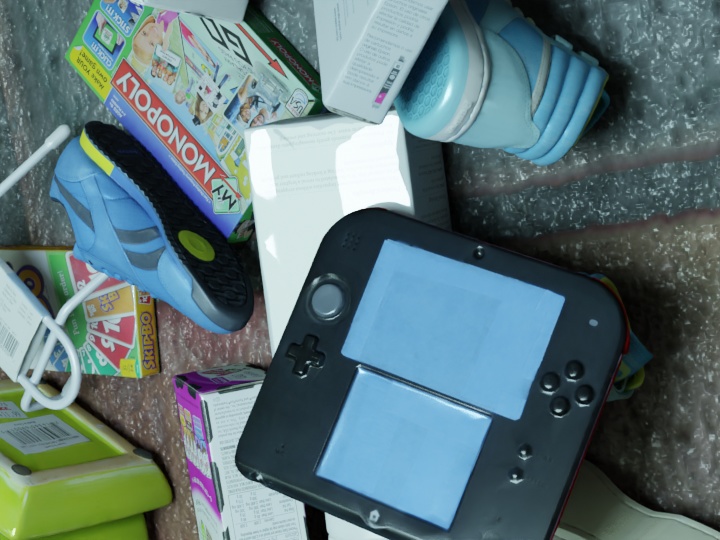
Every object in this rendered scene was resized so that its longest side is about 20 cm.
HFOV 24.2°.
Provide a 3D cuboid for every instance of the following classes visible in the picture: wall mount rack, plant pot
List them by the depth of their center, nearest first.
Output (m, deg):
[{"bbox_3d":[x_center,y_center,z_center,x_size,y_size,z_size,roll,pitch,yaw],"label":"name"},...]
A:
[{"bbox_3d":[-0.238,0.000,1.240,0.200,0.074,0.174,44,121,23],"label":"wall mount rack"},{"bbox_3d":[-0.269,0.195,1.254,0.198,0.200,0.182,30,108,29],"label":"plant pot"}]

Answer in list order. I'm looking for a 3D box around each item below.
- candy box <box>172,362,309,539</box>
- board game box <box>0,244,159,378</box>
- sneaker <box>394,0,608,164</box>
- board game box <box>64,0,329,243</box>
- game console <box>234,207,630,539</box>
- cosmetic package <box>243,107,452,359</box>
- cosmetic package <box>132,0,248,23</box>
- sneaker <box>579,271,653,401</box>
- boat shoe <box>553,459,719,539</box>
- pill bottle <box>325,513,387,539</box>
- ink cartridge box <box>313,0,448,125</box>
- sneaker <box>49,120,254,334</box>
[{"bbox_3d":[-0.075,0.170,1.141,0.136,0.061,0.201,-173,74,-76],"label":"candy box"},{"bbox_3d":[-0.238,0.029,1.302,0.199,0.030,0.096,2,99,39],"label":"board game box"},{"bbox_3d":[0.079,-0.135,0.998,0.080,0.130,0.201,-52,31,38],"label":"sneaker"},{"bbox_3d":[-0.116,-0.136,1.177,0.200,0.029,0.135,48,122,20],"label":"board game box"},{"bbox_3d":[0.040,0.066,0.956,0.199,0.031,0.178,19,78,26],"label":"game console"},{"bbox_3d":[0.000,0.000,1.067,0.112,0.081,0.201,-4,98,20],"label":"cosmetic package"},{"bbox_3d":[-0.107,-0.270,1.079,0.085,0.107,0.201,25,101,30],"label":"cosmetic package"},{"bbox_3d":[0.100,0.082,0.982,0.130,0.080,0.201,0,65,32],"label":"sneaker"},{"bbox_3d":[0.142,0.163,1.013,0.199,0.072,0.060,24,127,38],"label":"boat shoe"},{"bbox_3d":[0.035,0.232,1.077,0.113,0.114,0.201,-3,97,37],"label":"pill bottle"},{"bbox_3d":[0.030,-0.215,0.918,0.200,0.043,0.197,-58,24,35],"label":"ink cartridge box"},{"bbox_3d":[-0.148,-0.014,1.158,0.200,0.066,0.079,47,113,27],"label":"sneaker"}]
